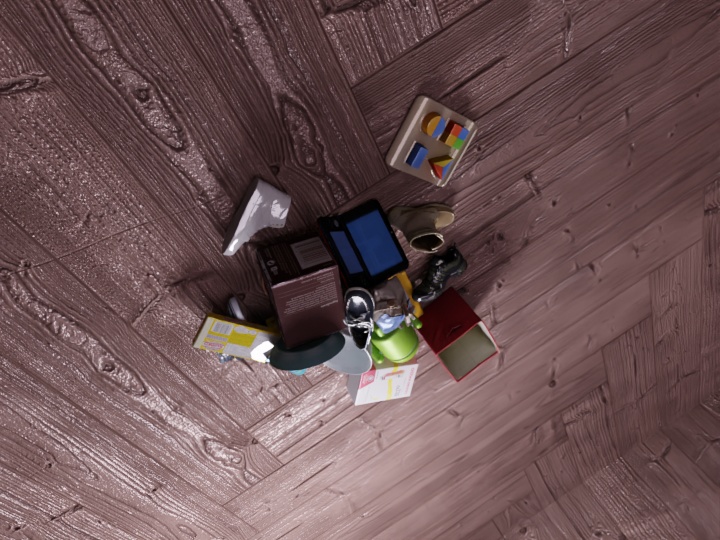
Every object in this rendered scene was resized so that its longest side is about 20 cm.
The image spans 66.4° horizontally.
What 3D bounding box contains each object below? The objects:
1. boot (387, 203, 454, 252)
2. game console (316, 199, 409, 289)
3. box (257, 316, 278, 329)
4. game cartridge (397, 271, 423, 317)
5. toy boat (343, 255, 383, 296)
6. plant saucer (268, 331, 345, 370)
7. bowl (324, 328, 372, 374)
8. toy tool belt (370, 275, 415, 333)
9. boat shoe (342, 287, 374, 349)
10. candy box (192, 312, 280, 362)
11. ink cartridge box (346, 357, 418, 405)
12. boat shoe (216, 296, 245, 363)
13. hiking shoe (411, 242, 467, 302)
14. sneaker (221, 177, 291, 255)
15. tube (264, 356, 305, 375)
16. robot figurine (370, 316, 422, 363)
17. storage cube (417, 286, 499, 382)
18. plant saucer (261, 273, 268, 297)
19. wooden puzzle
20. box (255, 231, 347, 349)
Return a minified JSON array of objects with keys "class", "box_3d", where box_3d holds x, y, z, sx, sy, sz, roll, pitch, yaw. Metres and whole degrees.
[{"class":"boot","box_3d":[0.186,-0.111,1.442,0.198,0.155,0.073,-4,124,-23]},{"class":"game console","box_3d":[0.009,-0.065,1.349,0.118,0.201,0.172,-29,174,21]},{"class":"box","box_3d":[-0.200,0.151,1.490,0.199,0.075,0.050,-25,130,-7]},{"class":"game cartridge","box_3d":[0.082,0.103,1.622,0.175,0.032,0.201,-32,132,-3]},{"class":"toy boat","box_3d":[0.000,0.000,1.470,0.130,0.131,0.200,37,104,-9]},{"class":"plant saucer","box_3d":[-0.137,0.182,1.377,0.198,0.200,0.036,-18,111,-14]},{"class":"bowl","box_3d":[-0.046,0.199,1.562,0.199,0.091,0.202,16,139,14]},{"class":"toy tool belt","box_3d":[0.079,0.113,1.421,0.124,0.123,0.200,-30,161,-17]},{"class":"boat shoe","box_3d":[-0.004,0.118,1.325,0.074,0.062,0.201,4,141,4]},{"class":"candy box","box_3d":[-0.311,0.171,1.390,0.199,0.027,0.103,19,119,-30]},{"class":"ink cartridge box","box_3d":[0.070,0.333,1.741,0.198,0.084,0.146,-4,124,-24]},{"class":"boat shoe","box_3d":[-0.342,0.163,1.430,0.090,0.071,0.202,-16,129,-17]},{"class":"hiking shoe","box_3d":[0.215,0.005,1.597,0.200,0.076,0.101,-41,123,-12]},{"class":"sneaker","box_3d":[-0.238,-0.106,1.293,0.115,0.074,0.201,23,109,-32]},{"class":"tube","box_3d":[-0.198,0.247,1.517,0.077,0.051,0.200,-34,157,-1]},{"class":"robot figurine","box_3d":[0.096,0.190,1.595,0.175,0.116,0.200,-43,130,-4]},{"class":"storage cube","box_3d":[0.289,0.194,1.690,0.170,0.180,0.200,-37,129,2]},{"class":"plant saucer","box_3d":[-0.162,0.007,1.436,0.198,0.032,0.202,-12,126,-17]},{"class":"wooden puzzle","box_3d":[0.184,-0.313,1.373,0.199,0.046,0.186,15,115,-33]},{"class":"box","box_3d":[-0.142,0.045,1.342,0.163,0.166,0.201,-18,128,-14]}]
